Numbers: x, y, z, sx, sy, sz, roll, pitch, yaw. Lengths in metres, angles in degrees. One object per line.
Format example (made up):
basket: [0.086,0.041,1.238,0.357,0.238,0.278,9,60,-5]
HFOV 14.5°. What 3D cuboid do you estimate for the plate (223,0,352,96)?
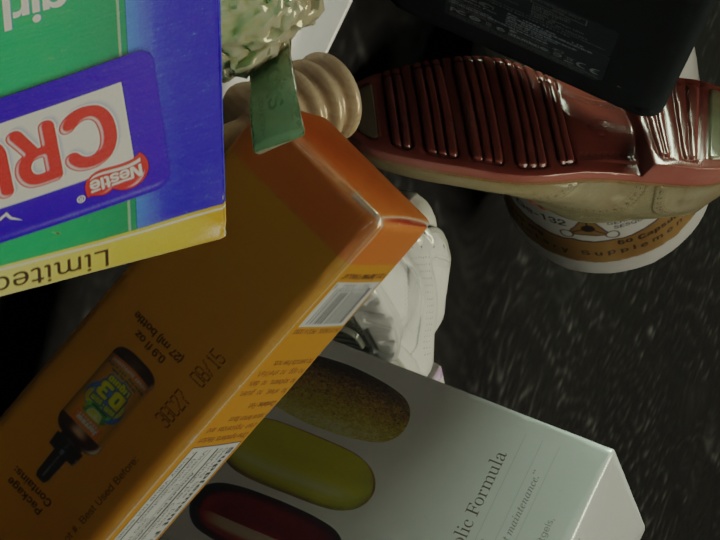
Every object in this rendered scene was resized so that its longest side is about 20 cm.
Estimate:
plate: [-0.035,-0.161,1.119,0.200,0.032,0.200,-64,159,-10]

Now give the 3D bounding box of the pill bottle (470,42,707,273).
pill bottle: [0.115,-0.091,1.435,0.115,0.114,0.200,-61,157,-20]

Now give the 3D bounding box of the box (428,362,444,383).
box: [-0.019,0.126,1.409,0.200,0.039,0.041,-57,156,-29]

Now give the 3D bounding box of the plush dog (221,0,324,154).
plush dog: [-0.083,-0.139,0.905,0.172,0.160,0.200,30,78,-41]

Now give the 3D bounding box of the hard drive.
hard drive: [0.081,-0.129,1.208,0.200,0.139,0.033,96,19,-78]

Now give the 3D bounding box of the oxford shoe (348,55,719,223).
oxford shoe: [0.083,-0.050,1.332,0.075,0.199,0.071,112,-20,-53]

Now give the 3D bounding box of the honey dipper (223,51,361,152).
honey dipper: [-0.081,-0.038,1.071,0.200,0.038,0.038,-24,133,-40]

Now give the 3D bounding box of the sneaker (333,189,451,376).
sneaker: [0.000,0.000,1.315,0.200,0.078,0.100,73,35,-71]

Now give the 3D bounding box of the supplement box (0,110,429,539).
supplement box: [-0.067,0.033,1.080,0.200,0.067,0.069,-48,166,11]

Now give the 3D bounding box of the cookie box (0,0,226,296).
cookie box: [-0.129,-0.084,0.791,0.171,0.075,0.200,-16,134,-18]

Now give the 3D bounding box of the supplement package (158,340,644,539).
supplement package: [0.006,0.108,1.230,0.114,0.200,0.110,-64,159,-16]
